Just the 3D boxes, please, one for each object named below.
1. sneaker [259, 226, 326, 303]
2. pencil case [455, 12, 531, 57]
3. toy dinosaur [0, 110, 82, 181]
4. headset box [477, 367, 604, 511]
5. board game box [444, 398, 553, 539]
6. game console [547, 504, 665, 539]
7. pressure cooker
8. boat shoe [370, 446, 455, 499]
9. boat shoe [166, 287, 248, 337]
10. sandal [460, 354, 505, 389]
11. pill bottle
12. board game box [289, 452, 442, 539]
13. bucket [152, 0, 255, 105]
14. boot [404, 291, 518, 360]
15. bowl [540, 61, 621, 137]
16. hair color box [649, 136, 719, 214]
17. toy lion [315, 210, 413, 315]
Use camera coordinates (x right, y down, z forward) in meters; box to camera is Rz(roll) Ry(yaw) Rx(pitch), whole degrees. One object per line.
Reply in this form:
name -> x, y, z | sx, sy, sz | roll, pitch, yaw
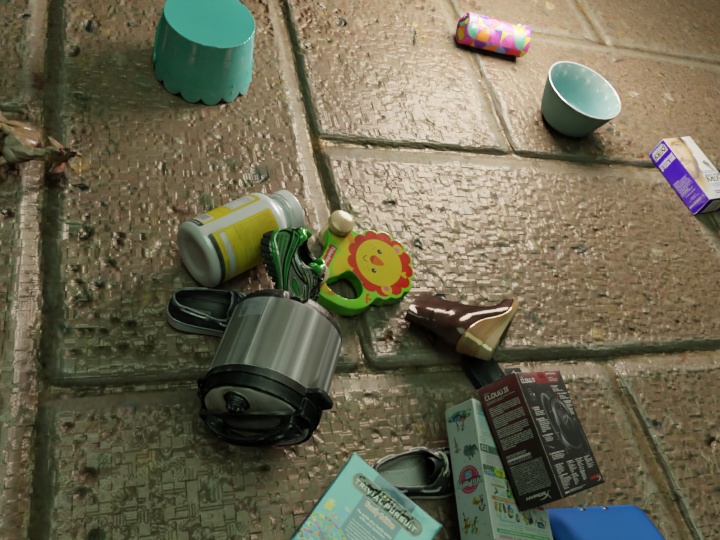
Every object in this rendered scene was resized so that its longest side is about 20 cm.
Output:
sneaker -> -0.090, 0.029, 1.036 | 0.078, 0.084, 0.202 | -44, 118, -70
pencil case -> 0.349, -0.617, 1.729 | 0.198, 0.089, 0.089 | 5, 54, -19
toy dinosaur -> -0.548, -0.207, 1.084 | 0.134, 0.086, 0.200 | -9, 43, -39
headset box -> 0.268, 0.239, 0.993 | 0.148, 0.077, 0.202 | 7, 57, -49
board game box -> 0.204, 0.310, 0.981 | 0.147, 0.064, 0.202 | 25, 45, -35
game console -> 0.383, 0.463, 1.006 | 0.198, 0.118, 0.173 | 4, 85, -18
pressure cooker -> -0.129, 0.151, 0.922 | 0.177, 0.176, 0.201 | 25, 50, -11
boat shoe -> 0.097, 0.297, 0.984 | 0.198, 0.061, 0.075 | -1, 54, -22
boat shoe -> -0.197, 0.063, 1.029 | 0.198, 0.068, 0.072 | 11, 52, -17
sandal -> 0.244, 0.209, 1.117 | 0.076, 0.043, 0.200 | -29, 70, -35
pill bottle -> -0.192, -0.061, 1.094 | 0.199, 0.112, 0.112 | -30, 70, -35
board game box -> -0.012, 0.369, 0.863 | 0.151, 0.047, 0.200 | 38, 68, 7
bucket -> -0.305, -0.448, 1.312 | 0.205, 0.135, 0.209 | 11, 53, -14
boot -> 0.185, 0.072, 1.178 | 0.165, 0.073, 0.200 | 27, 32, 17
bowl -> 0.528, -0.409, 1.636 | 0.198, 0.105, 0.203 | 10, 53, -14
hair color box -> 0.834, -0.242, 1.664 | 0.108, 0.065, 0.201 | -10, 59, -27
toy lion -> 0.000, 0.000, 1.166 | 0.191, 0.069, 0.201 | 32, 50, -7
